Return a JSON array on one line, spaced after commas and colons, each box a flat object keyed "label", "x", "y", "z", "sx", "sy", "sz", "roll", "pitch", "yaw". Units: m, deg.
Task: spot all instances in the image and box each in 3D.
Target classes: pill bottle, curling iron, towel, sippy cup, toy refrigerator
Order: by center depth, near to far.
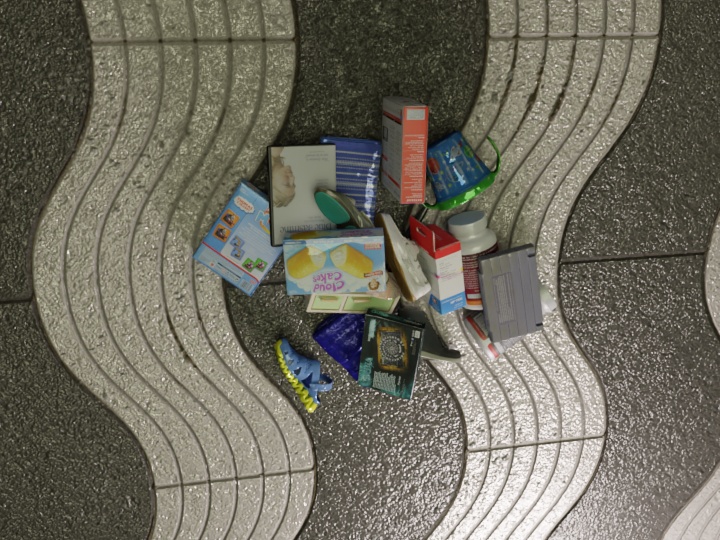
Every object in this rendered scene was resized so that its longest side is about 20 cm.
[{"label": "towel", "x": -0.026, "y": -0.175, "z": 1.313, "sx": 0.143, "sy": 0.024, "sz": 0.203, "roll": 0, "pitch": 102, "yaw": -26}, {"label": "sippy cup", "x": 0.195, "y": -0.216, "z": 1.320, "sx": 0.177, "sy": 0.139, "sz": 0.131, "roll": -35, "pitch": 103, "yaw": -22}, {"label": "toy refrigerator", "x": -0.019, "y": 0.050, "z": 1.370, "sx": 0.197, "sy": 0.071, "sz": 0.076, "roll": 3, "pitch": 143, "yaw": -17}, {"label": "pill bottle", "x": 0.256, "y": -0.024, "z": 1.399, "sx": 0.112, "sy": 0.113, "sz": 0.202, "roll": -17, "pitch": 112, "yaw": -3}, {"label": "curling iron", "x": 0.108, "y": -0.061, "z": 1.407, "sx": 0.049, "sy": 0.026, "sz": 0.202, "roll": 18, "pitch": 106, "yaw": -18}, {"label": "towel", "x": 0.002, "y": 0.171, "z": 1.456, "sx": 0.147, "sy": 0.050, "sz": 0.200, "roll": -42, "pitch": 110, "yaw": 5}, {"label": "pill bottle", "x": 0.349, "y": 0.106, "z": 1.459, "sx": 0.199, "sy": 0.116, "sz": 0.116, "roll": -37, "pitch": 111, "yaw": 4}]

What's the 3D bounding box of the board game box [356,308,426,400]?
[{"label": "board game box", "x": 0.066, "y": 0.189, "z": 1.397, "sx": 0.134, "sy": 0.028, "sz": 0.202, "roll": 14, "pitch": 122, "yaw": 12}]

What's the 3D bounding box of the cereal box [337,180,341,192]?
[{"label": "cereal box", "x": -0.091, "y": -0.096, "z": 1.352, "sx": 0.142, "sy": 0.040, "sz": 0.202, "roll": -19, "pitch": 110, "yaw": -4}]

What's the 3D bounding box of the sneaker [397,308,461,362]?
[{"label": "sneaker", "x": 0.165, "y": 0.154, "z": 1.468, "sx": 0.198, "sy": 0.074, "sz": 0.108, "roll": 16, "pitch": 79, "yaw": -31}]

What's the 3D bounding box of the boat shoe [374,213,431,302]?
[{"label": "boat shoe", "x": 0.093, "y": -0.037, "z": 1.346, "sx": 0.069, "sy": 0.071, "sz": 0.202, "roll": -25, "pitch": 97, "yaw": -18}]

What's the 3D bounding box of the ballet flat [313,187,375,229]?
[{"label": "ballet flat", "x": -0.022, "y": -0.110, "z": 1.280, "sx": 0.067, "sy": 0.064, "sz": 0.200, "roll": -10, "pitch": 133, "yaw": 41}]

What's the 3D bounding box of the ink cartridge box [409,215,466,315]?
[{"label": "ink cartridge box", "x": 0.167, "y": -0.021, "z": 1.365, "sx": 0.067, "sy": 0.116, "sz": 0.202, "roll": -19, "pitch": 120, "yaw": -17}]

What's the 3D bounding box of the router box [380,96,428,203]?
[{"label": "router box", "x": 0.083, "y": -0.245, "z": 1.247, "sx": 0.048, "sy": 0.200, "sz": 0.182, "roll": -3, "pitch": 111, "yaw": -9}]

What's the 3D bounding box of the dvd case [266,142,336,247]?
[{"label": "dvd case", "x": -0.116, "y": -0.152, "z": 1.262, "sx": 0.141, "sy": 0.018, "sz": 0.203, "roll": -7, "pitch": 107, "yaw": -22}]

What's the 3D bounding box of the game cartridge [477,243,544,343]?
[{"label": "game cartridge", "x": 0.325, "y": 0.051, "z": 1.360, "sx": 0.128, "sy": 0.038, "sz": 0.203, "roll": -12, "pitch": 110, "yaw": -1}]

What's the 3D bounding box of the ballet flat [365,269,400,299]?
[{"label": "ballet flat", "x": 0.000, "y": 0.000, "z": 1.318, "sx": 0.198, "sy": 0.069, "sz": 0.067, "roll": 22, "pitch": 144, "yaw": -4}]

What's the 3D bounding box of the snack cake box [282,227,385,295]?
[{"label": "snack cake box", "x": -0.050, "y": -0.019, "z": 1.242, "sx": 0.197, "sy": 0.067, "sz": 0.117, "roll": -3, "pitch": 109, "yaw": 1}]

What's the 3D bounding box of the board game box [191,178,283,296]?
[{"label": "board game box", "x": -0.238, "y": -0.066, "z": 1.315, "sx": 0.151, "sy": 0.037, "sz": 0.201, "roll": 35, "pitch": 110, "yaw": -12}]

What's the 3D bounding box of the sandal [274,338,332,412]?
[{"label": "sandal", "x": -0.130, "y": 0.229, "z": 1.444, "sx": 0.086, "sy": 0.080, "sz": 0.201, "roll": -30, "pitch": 120, "yaw": -2}]
